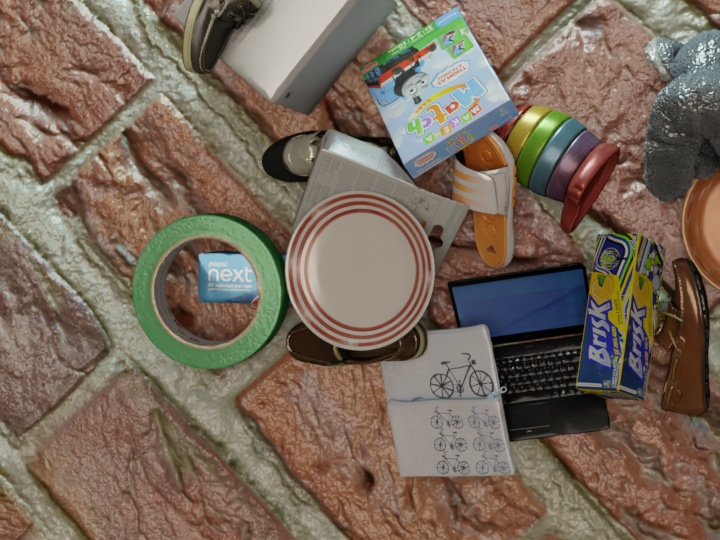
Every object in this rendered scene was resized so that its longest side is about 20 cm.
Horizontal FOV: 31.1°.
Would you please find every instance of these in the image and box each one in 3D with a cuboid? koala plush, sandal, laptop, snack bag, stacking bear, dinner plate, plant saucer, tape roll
[{"bbox_3d":[0.426,-0.215,1.565,0.177,0.184,0.200,-2,53,22],"label":"koala plush"},{"bbox_3d":[0.153,-0.081,1.621,0.079,0.059,0.207,20,131,41],"label":"sandal"},{"bbox_3d":[0.214,0.109,1.644,0.177,0.103,0.200,-8,75,11],"label":"laptop"},{"bbox_3d":[0.106,0.168,1.665,0.188,0.021,0.200,-6,95,39],"label":"snack bag"},{"bbox_3d":[0.214,-0.158,1.631,0.200,0.121,0.114,33,68,16],"label":"stacking bear"},{"bbox_3d":[0.000,0.000,1.622,0.200,0.024,0.200,1,93,19],"label":"dinner plate"},{"bbox_3d":[0.503,-0.061,1.622,0.200,0.037,0.200,0,93,9],"label":"plant saucer"},{"bbox_3d":[-0.194,0.026,1.675,0.200,0.048,0.201,1,95,11],"label":"tape roll"}]

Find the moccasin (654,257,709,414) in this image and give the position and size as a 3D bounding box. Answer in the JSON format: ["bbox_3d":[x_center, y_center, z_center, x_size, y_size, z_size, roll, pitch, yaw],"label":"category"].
[{"bbox_3d":[0.400,0.083,1.629,0.078,0.074,0.201,0,111,16],"label":"moccasin"}]

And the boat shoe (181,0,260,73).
[{"bbox_3d":[-0.147,-0.319,1.496,0.066,0.072,0.201,21,93,15],"label":"boat shoe"}]

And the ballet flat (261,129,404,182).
[{"bbox_3d":[-0.037,-0.155,1.690,0.200,0.068,0.068,-3,83,9],"label":"ballet flat"}]

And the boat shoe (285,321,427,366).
[{"bbox_3d":[-0.018,0.089,1.674,0.202,0.075,0.075,-7,92,29],"label":"boat shoe"}]

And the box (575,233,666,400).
[{"bbox_3d":[0.324,0.058,1.608,0.064,0.070,0.200,-1,74,43],"label":"box"}]

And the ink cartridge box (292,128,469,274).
[{"bbox_3d":[0.026,-0.080,1.657,0.200,0.047,0.160,21,137,-2],"label":"ink cartridge box"}]

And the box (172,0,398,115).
[{"bbox_3d":[-0.087,-0.328,1.622,0.171,0.200,0.199,41,98,8],"label":"box"}]

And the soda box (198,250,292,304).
[{"bbox_3d":[-0.111,0.010,1.716,0.200,0.064,0.068,1,94,10],"label":"soda box"}]

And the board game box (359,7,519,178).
[{"bbox_3d":[0.095,-0.225,1.620,0.151,0.037,0.200,-31,48,10],"label":"board game box"}]
